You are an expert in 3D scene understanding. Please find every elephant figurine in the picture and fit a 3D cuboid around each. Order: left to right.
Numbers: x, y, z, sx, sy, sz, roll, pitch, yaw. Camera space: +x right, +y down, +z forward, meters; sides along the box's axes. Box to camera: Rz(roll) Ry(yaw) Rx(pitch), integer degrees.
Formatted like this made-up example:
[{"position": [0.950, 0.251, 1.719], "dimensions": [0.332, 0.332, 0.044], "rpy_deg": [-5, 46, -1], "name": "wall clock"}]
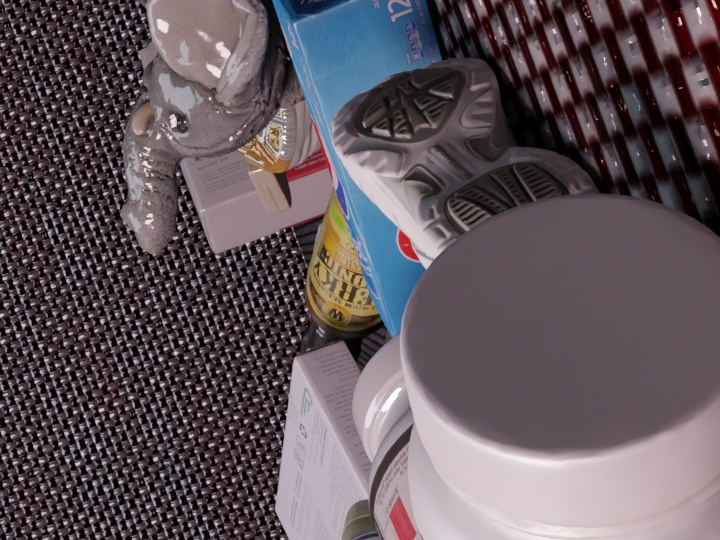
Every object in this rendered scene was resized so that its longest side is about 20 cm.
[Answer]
[{"position": [-0.077, -0.131, 0.812], "dimensions": [0.155, 0.141, 0.202], "rpy_deg": [-16, 94, 65], "name": "elephant figurine"}]

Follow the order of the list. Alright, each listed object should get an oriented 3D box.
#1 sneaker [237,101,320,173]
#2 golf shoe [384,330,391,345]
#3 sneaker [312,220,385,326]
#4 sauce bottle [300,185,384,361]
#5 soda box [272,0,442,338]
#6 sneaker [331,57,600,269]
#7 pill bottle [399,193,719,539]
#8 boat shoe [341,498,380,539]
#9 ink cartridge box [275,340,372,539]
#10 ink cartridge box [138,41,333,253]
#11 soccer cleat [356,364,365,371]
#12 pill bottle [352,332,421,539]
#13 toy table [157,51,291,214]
[{"position": [-0.036, -0.163, 0.910], "dimensions": [0.075, 0.087, 0.201], "rpy_deg": [32, 131, 30], "name": "sneaker"}, {"position": [0.071, 0.071, 0.842], "dimensions": [0.201, 0.072, 0.092], "rpy_deg": [-107, 34, -43], "name": "golf shoe"}, {"position": [0.005, -0.028, 0.976], "dimensions": [0.074, 0.081, 0.201], "rpy_deg": [-117, 8, -46], "name": "sneaker"}, {"position": [0.000, 0.000, 0.921], "dimensions": [0.201, 0.064, 0.065], "rpy_deg": [107, 145, -53], "name": "sauce bottle"}, {"position": [0.016, -0.063, 0.769], "dimensions": [0.064, 0.067, 0.201], "rpy_deg": [-119, 9, -58], "name": "soda box"}, {"position": [0.046, -0.017, 0.609], "dimensions": [0.200, 0.077, 0.100], "rpy_deg": [-116, 3, -56], "name": "sneaker"}, {"position": [0.077, 0.081, 0.448], "dimensions": [0.113, 0.112, 0.201], "rpy_deg": [-117, 7, -47], "name": "pill bottle"}, {"position": [0.076, 0.174, 0.757], "dimensions": [0.199, 0.072, 0.062], "rpy_deg": [31, -149, -20], "name": "boat shoe"}, {"position": [0.007, 0.178, 0.910], "dimensions": [0.201, 0.043, 0.197], "rpy_deg": [60, 156, 30], "name": "ink cartridge box"}, {"position": [-0.106, -0.136, 1.376], "dimensions": [0.086, 0.146, 0.201], "rpy_deg": [79, 170, -60], "name": "ink cartridge box"}, {"position": [0.015, 0.098, 0.972], "dimensions": [0.200, 0.065, 0.084], "rpy_deg": [37, 159, 53], "name": "soccer cleat"}, {"position": [0.069, 0.117, 0.657], "dimensions": [0.201, 0.115, 0.117], "rpy_deg": [-117, 7, -47], "name": "pill bottle"}, {"position": [-0.093, -0.145, 1.153], "dimensions": [0.200, 0.183, 0.118], "rpy_deg": [49, -154, -40], "name": "toy table"}]
